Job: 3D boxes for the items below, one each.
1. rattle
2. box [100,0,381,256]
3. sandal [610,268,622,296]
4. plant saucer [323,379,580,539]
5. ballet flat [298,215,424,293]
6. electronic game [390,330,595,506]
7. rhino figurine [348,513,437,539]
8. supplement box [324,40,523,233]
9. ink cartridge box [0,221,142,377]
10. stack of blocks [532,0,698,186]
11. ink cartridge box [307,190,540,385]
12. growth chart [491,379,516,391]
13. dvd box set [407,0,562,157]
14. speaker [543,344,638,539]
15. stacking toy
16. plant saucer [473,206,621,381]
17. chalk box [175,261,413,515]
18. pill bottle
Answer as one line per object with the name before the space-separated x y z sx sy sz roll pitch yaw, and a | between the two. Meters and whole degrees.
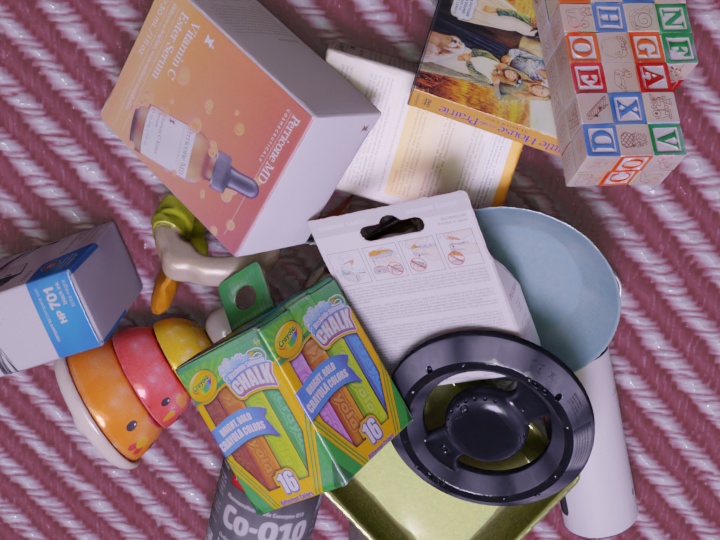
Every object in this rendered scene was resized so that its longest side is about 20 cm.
rattle | -0.107 -0.010 1.035 0.198 0.130 0.144 -9 123 -20
box | -0.109 -0.138 0.917 0.200 0.106 0.153 43 118 20
sandal | 0.163 0.011 1.023 0.200 0.050 0.083 3 102 -1
plant saucer | 0.083 0.205 1.050 0.200 0.048 0.200 -44 88 -3
ballet flat | 0.000 0.000 1.024 0.199 0.071 0.069 -37 81 15
electronic game | 0.118 0.142 0.965 0.198 0.042 0.202 8 122 13
rhino figurine | 0.031 0.289 1.131 0.087 0.060 0.201 26 112 13
supplement box | 0.049 -0.127 0.975 0.198 0.074 0.127 16 109 -3
ink cartridge box | -0.337 0.039 1.026 0.198 0.147 0.087 -16 109 10
stack of blocks | 0.222 -0.175 0.882 0.114 0.059 0.202 -2 70 -8
ink cartridge box | 0.061 0.016 0.949 0.160 0.050 0.201 -10 118 26
growth chart | 0.078 0.097 1.083 0.200 0.018 0.145 43 108 -10
dvd box set | 0.154 -0.182 0.925 0.198 0.029 0.147 19 67 -2
speaker | 0.232 0.169 1.063 0.080 0.081 0.202 -11 109 8
stacking toy | -0.199 0.096 1.062 0.199 0.146 0.147 -32 105 -2
plant saucer | 0.145 0.017 0.972 0.199 0.039 0.202 10 127 13
chalk box | -0.070 0.094 0.936 0.124 0.124 0.201 -29 93 39
pill bottle | -0.094 0.224 1.090 0.113 0.114 0.202 15 110 -1
